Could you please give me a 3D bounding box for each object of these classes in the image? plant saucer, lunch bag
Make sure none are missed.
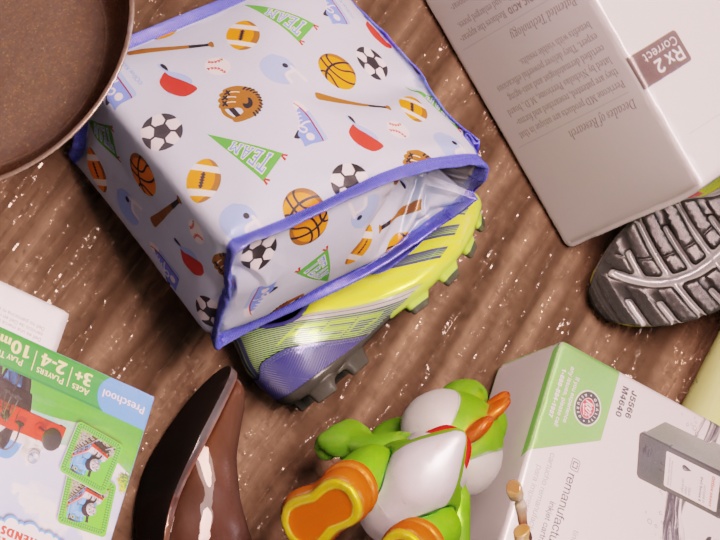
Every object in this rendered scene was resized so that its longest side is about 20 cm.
[{"bbox_3d":[-0.219,-0.130,1.603,0.199,0.037,0.201,-6,66,13],"label":"plant saucer"},{"bbox_3d":[-0.046,-0.073,1.657,0.199,0.124,0.170,-28,66,-27],"label":"lunch bag"}]

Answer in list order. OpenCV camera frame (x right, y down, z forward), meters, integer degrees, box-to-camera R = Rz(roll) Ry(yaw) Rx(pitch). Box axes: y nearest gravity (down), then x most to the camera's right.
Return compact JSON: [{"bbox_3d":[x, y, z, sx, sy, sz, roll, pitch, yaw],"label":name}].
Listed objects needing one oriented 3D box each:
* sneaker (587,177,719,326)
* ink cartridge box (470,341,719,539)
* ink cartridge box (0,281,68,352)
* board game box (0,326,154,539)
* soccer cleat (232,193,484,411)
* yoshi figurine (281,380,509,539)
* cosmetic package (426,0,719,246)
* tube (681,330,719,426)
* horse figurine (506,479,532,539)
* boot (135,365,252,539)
[{"bbox_3d":[0.234,-0.025,1.846,0.199,0.090,0.078,-32,92,-8],"label":"sneaker"},{"bbox_3d":[0.167,0.156,1.753,0.199,0.084,0.146,27,66,-19],"label":"ink cartridge box"},{"bbox_3d":[-0.265,0.090,1.540,0.146,0.084,0.201,27,66,-21],"label":"ink cartridge box"},{"bbox_3d":[-0.206,0.132,1.493,0.151,0.037,0.201,26,67,-25],"label":"board game box"},{"bbox_3d":[0.000,0.000,1.719,0.084,0.065,0.200,49,60,-6],"label":"soccer cleat"},{"bbox_3d":[0.023,0.131,1.640,0.200,0.111,0.113,-41,129,-60],"label":"yoshi figurine"},{"bbox_3d":[0.179,-0.153,1.796,0.165,0.165,0.201,-33,93,-30],"label":"cosmetic package"},{"bbox_3d":[0.265,0.021,1.794,0.052,0.058,0.201,20,111,-11],"label":"tube"},{"bbox_3d":[0.088,0.216,1.566,0.200,0.050,0.133,-60,140,-44],"label":"horse figurine"},{"bbox_3d":[-0.040,0.178,1.652,0.199,0.064,0.187,29,68,-20],"label":"boot"}]
